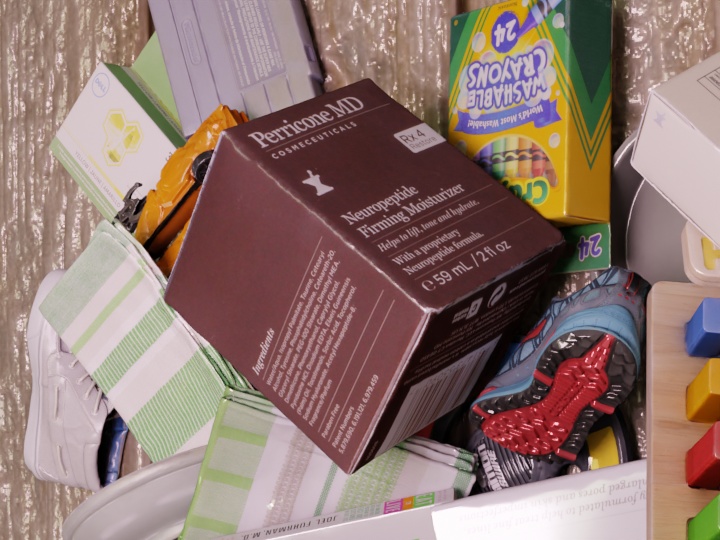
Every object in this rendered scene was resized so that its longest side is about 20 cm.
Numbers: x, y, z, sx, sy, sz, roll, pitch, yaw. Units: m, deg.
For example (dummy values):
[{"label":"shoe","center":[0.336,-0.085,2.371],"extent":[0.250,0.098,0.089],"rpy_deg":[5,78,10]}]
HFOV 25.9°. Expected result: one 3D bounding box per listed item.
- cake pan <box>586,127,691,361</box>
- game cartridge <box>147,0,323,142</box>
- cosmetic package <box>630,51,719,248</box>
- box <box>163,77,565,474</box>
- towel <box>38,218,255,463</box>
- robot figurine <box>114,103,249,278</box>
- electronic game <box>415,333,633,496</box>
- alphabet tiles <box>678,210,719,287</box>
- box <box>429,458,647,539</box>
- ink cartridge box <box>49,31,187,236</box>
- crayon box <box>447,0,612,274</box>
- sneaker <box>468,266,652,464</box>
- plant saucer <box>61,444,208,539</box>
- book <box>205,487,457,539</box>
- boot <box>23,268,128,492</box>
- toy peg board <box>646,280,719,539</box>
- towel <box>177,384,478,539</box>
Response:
[{"label":"cake pan","center":[0.253,-0.021,1.086],"extent":[0.200,0.037,0.201],"rpy_deg":[-2,87,35]},{"label":"game cartridge","center":[-0.108,-0.203,1.338],"extent":[0.129,0.038,0.200],"rpy_deg":[-18,77,11]},{"label":"cosmetic package","center":[0.278,-0.099,0.975],"extent":[0.105,0.200,0.071],"rpy_deg":[49,155,28]},{"label":"box","center":[0.000,0.000,1.110],"extent":[0.200,0.166,0.164],"rpy_deg":[41,131,20]},{"label":"towel","center":[-0.171,0.072,1.256],"extent":[0.200,0.023,0.153],"rpy_deg":[52,133,7]},{"label":"robot figurine","center":[-0.140,-0.029,1.285],"extent":[0.200,0.058,0.145],"rpy_deg":[-50,49,22]},{"label":"electronic game","center":[0.113,0.147,1.178],"extent":[0.200,0.042,0.201],"rpy_deg":[-1,88,36]},{"label":"alphabet tiles","center":[0.299,-0.028,0.976],"extent":[0.199,0.015,0.196],"rpy_deg":[4,54,0]},{"label":"box","center":[0.169,0.234,1.042],"extent":[0.198,0.131,0.200],"rpy_deg":[-13,80,12]},{"label":"ink cartridge box","center":[-0.181,-0.141,1.401],"extent":[0.146,0.048,0.200],"rpy_deg":[48,117,27]},{"label":"crayon box","center":[0.123,-0.098,1.150],"extent":[0.126,0.051,0.201],"rpy_deg":[-7,80,50]},{"label":"sneaker","center":[0.147,0.065,1.084],"extent":[0.079,0.096,0.200],"rpy_deg":[33,146,-6]},{"label":"plant saucer","center":[-0.137,0.198,1.257],"extent":[0.200,0.200,0.050],"rpy_deg":[-35,66,29]},{"label":"book","center":[-0.012,0.244,1.162],"extent":[0.200,0.048,0.134],"rpy_deg":[-14,104,8]},{"label":"boot","center":[-0.249,0.103,1.432],"extent":[0.095,0.074,0.201],"rpy_deg":[11,103,30]},{"label":"toy peg board","center":[0.279,0.095,0.936],"extent":[0.199,0.098,0.200],"rpy_deg":[5,69,-1]},{"label":"towel","center":[-0.025,0.177,1.171],"extent":[0.200,0.031,0.149],"rpy_deg":[16,110,-5]}]
